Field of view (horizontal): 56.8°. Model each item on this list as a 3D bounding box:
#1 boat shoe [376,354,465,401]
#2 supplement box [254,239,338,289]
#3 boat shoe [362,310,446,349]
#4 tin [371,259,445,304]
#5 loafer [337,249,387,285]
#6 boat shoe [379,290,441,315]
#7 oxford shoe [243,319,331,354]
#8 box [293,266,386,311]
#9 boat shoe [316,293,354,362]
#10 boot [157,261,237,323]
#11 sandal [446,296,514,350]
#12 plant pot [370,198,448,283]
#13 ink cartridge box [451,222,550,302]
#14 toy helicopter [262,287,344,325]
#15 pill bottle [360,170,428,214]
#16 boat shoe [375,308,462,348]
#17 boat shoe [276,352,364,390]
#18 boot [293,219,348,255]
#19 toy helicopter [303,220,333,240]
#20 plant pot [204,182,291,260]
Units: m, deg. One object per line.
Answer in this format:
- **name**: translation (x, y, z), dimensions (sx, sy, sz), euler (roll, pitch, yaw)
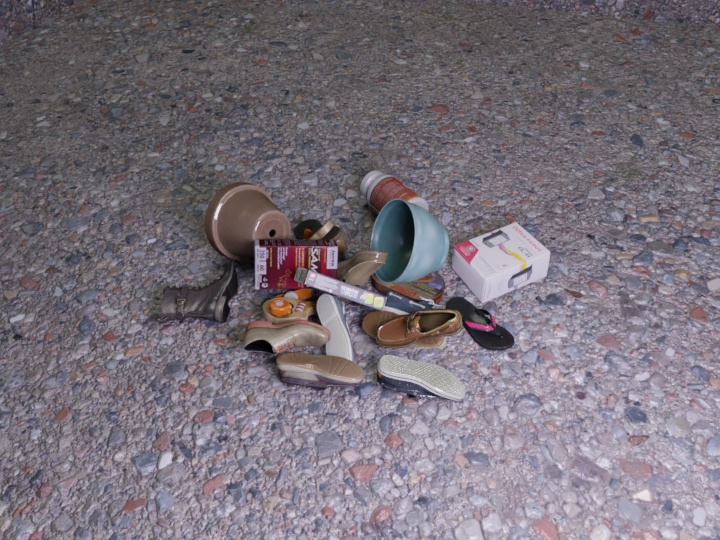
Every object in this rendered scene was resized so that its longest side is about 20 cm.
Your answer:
- **boat shoe**: translation (0.126, 0.237, 1.419), dimensions (0.197, 0.063, 0.075), euler (16, 38, -3)
- **supplement box**: translation (-0.155, -0.015, 1.599), dimensions (0.197, 0.110, 0.061), euler (-1, 18, -11)
- **boat shoe**: translation (0.099, 0.146, 1.528), dimensions (0.197, 0.063, 0.074), euler (14, 71, 21)
- **tin**: translation (0.116, 0.030, 1.661), dimensions (0.198, 0.042, 0.112), euler (24, 45, 26)
- **loafer**: translation (0.000, 0.000, 1.619), dimensions (0.075, 0.199, 0.068), euler (3, 73, -33)
- **boat shoe**: translation (0.144, 0.095, 1.558), dimensions (0.198, 0.075, 0.063), euler (12, 74, 26)
- **oxford shoe**: translation (-0.163, 0.158, 1.474), dimensions (0.197, 0.071, 0.075), euler (-2, 40, 11)
- **box**: translation (-0.048, 0.042, 1.545), dimensions (0.198, 0.035, 0.110), euler (20, -2, -18)
- **boat shoe**: translation (-0.043, 0.147, 1.505), dimensions (0.061, 0.073, 0.202), euler (14, 50, -48)
- **boot**: translation (-0.400, 0.050, 1.641), dimensions (0.171, 0.070, 0.202), euler (3, 45, 6)
- **sandal**: translation (0.274, 0.117, 1.551), dimensions (0.075, 0.045, 0.200), euler (-28, 48, -25)
- **plant pot**: translation (0.129, -0.064, 1.614), dimensions (0.133, 0.202, 0.201), euler (7, 36, -30)
- **ink cartridge box**: translation (0.350, -0.024, 1.672), dimensions (0.198, 0.086, 0.148), euler (-22, 46, -18)
- **toy helicopter**: translation (-0.136, 0.087, 1.593), dimensions (0.197, 0.080, 0.133), euler (-4, 28, -16)
- **pill bottle**: translation (0.089, -0.195, 1.850), dimensions (0.111, 0.113, 0.200), euler (-26, 48, -24)
- **boat shoe**: translation (0.123, 0.117, 1.458), dimensions (0.197, 0.068, 0.073), euler (-16, 66, 10)
- **boat shoe**: translation (-0.087, 0.225, 1.439), dimensions (0.197, 0.066, 0.072), euler (7, 27, 13)
- **boot**: translation (-0.108, -0.084, 1.784), dimensions (0.199, 0.076, 0.074), euler (20, 63, 48)
- **toy helicopter**: translation (-0.134, -0.060, 1.684), dimensions (0.079, 0.200, 0.132), euler (46, 28, -6)
- **plant pot**: translation (-0.269, -0.111, 1.683), dimensions (0.199, 0.202, 0.174), euler (-32, 33, -28)
